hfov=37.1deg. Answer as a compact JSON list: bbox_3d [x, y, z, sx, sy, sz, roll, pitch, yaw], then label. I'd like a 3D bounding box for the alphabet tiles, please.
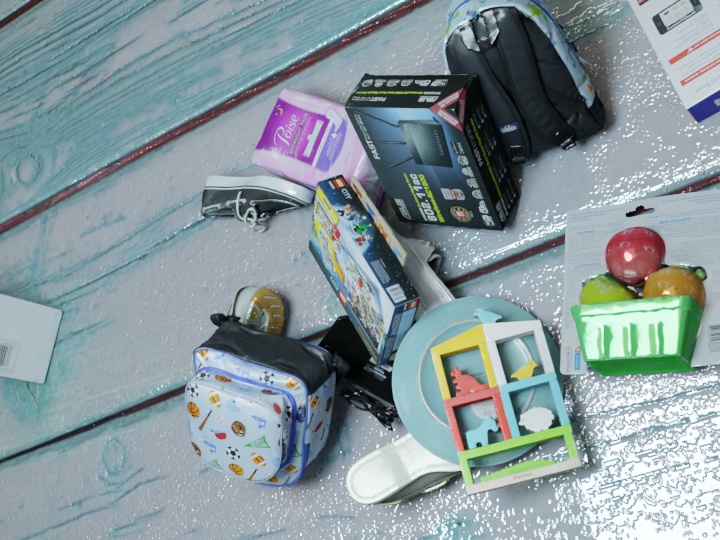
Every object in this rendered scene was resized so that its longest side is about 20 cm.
[{"bbox_3d":[0.013,-0.016,1.336,0.006,0.167,0.200,-20,58,-20],"label":"alphabet tiles"}]

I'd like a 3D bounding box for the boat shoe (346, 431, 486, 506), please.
[{"bbox_3d":[0.082,0.220,1.264,0.201,0.060,0.072,-25,66,5],"label":"boat shoe"}]

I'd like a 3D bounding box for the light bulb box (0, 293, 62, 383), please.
[{"bbox_3d":[-0.617,0.087,1.682,0.199,0.198,0.125,8,80,35],"label":"light bulb box"}]

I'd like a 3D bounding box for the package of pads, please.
[{"bbox_3d":[-0.041,-0.165,1.440,0.200,0.076,0.121,24,89,35],"label":"package of pads"}]

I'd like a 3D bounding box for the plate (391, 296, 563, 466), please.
[{"bbox_3d":[0.134,0.124,1.236,0.199,0.026,0.201,-2,73,8],"label":"plate"}]

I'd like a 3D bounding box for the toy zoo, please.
[{"bbox_3d":[0.157,0.138,1.203,0.131,0.020,0.201,-16,72,4],"label":"toy zoo"}]

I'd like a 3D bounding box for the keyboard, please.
[{"bbox_3d":[0.024,0.137,1.355,0.200,0.040,0.104,27,70,36],"label":"keyboard"}]

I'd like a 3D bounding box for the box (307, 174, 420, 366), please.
[{"bbox_3d":[0.000,0.000,1.321,0.038,0.137,0.200,-20,61,-20],"label":"box"}]

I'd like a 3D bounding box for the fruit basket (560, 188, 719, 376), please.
[{"bbox_3d":[0.309,0.015,1.171,0.185,0.094,0.201,-8,58,31],"label":"fruit basket"}]

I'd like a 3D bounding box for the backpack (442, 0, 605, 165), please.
[{"bbox_3d":[0.173,-0.240,1.243,0.163,0.200,0.154,-18,51,30],"label":"backpack"}]

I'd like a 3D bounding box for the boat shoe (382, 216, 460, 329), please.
[{"bbox_3d":[0.070,-0.001,1.334,0.068,0.072,0.200,-31,55,1],"label":"boat shoe"}]

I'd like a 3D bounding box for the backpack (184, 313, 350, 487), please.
[{"bbox_3d":[-0.124,0.178,1.335,0.199,0.154,0.191,18,131,25],"label":"backpack"}]

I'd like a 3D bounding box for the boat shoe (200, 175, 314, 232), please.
[{"bbox_3d":[-0.150,-0.092,1.493,0.199,0.074,0.068,7,78,35],"label":"boat shoe"}]

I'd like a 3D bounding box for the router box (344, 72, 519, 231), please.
[{"bbox_3d":[0.087,-0.139,1.274,0.149,0.200,0.062,7,52,35],"label":"router box"}]

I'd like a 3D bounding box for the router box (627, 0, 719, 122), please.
[{"bbox_3d":[0.417,-0.292,1.185,0.200,0.049,0.180,-30,64,24],"label":"router box"}]

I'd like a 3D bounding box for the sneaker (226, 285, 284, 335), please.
[{"bbox_3d":[-0.162,0.118,1.463,0.088,0.075,0.201,17,88,56],"label":"sneaker"}]
